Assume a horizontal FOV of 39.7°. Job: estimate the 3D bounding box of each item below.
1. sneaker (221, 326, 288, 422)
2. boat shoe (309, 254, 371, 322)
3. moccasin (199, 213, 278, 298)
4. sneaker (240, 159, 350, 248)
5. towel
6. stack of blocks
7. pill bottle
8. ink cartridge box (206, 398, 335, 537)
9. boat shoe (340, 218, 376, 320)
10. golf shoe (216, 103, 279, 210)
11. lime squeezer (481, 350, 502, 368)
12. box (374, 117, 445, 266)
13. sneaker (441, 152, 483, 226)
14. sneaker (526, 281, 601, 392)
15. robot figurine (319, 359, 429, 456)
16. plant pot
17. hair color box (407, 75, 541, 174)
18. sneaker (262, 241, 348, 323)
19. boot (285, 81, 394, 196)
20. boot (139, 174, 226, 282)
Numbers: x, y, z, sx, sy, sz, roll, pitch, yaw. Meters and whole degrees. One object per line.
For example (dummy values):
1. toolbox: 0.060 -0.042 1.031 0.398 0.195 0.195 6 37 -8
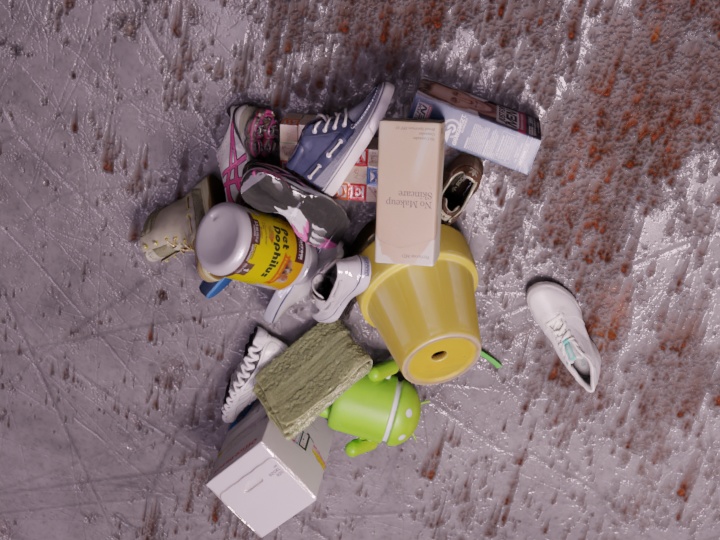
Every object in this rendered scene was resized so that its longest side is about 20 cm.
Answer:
1. sneaker: -0.190 0.198 1.770 0.080 0.076 0.202 22 118 -12
2. boat shoe: -0.049 0.025 1.566 0.064 0.075 0.200 4 152 -23
3. moccasin: -0.210 -0.047 1.658 0.068 0.080 0.201 38 99 4
4. sneaker: -0.099 -0.115 1.534 0.199 0.087 0.080 35 109 -30
5. towel: -0.084 0.177 1.680 0.199 0.149 0.037 -41 140 0
6. stack of blocks: -0.026 -0.176 1.567 0.195 0.059 0.117 6 116 6
7. pill bottle: -0.153 -0.032 1.539 0.107 0.199 0.112 -8 76 34
8. ink cartridge box: -0.153 0.327 1.749 0.147 0.201 0.145 -39 105 24
9. boat shoe: 0.000 0.000 1.647 0.064 0.074 0.201 27 126 -10
10. golf shoe: -0.189 -0.161 1.583 0.091 0.072 0.204 16 99 31
11. lime squeezer: 0.179 0.089 1.674 0.069 0.038 0.203 -14 112 15
12. box: 0.071 -0.114 1.434 0.093 0.078 0.205 2 102 10
13. sneaker: 0.122 -0.097 1.572 0.070 0.076 0.202 30 116 -6
14. sneaker: 0.339 0.110 1.630 0.074 0.089 0.201 -30 108 22
15. robot figurine: 0.016 0.232 1.724 0.196 0.116 0.179 16 108 0
16. plant pot: 0.101 0.062 1.547 0.196 0.191 0.203 -11 142 -8
17. hair color box: 0.169 -0.219 1.492 0.196 0.100 0.061 19 117 -1
18. sneaker: -0.093 0.021 1.665 0.070 0.073 0.201 35 116 -5
19. boot: -0.033 -0.208 1.478 0.089 0.073 0.201 29 117 -11
20. boot: -0.283 -0.043 1.605 0.153 0.203 0.072 -26 140 22
